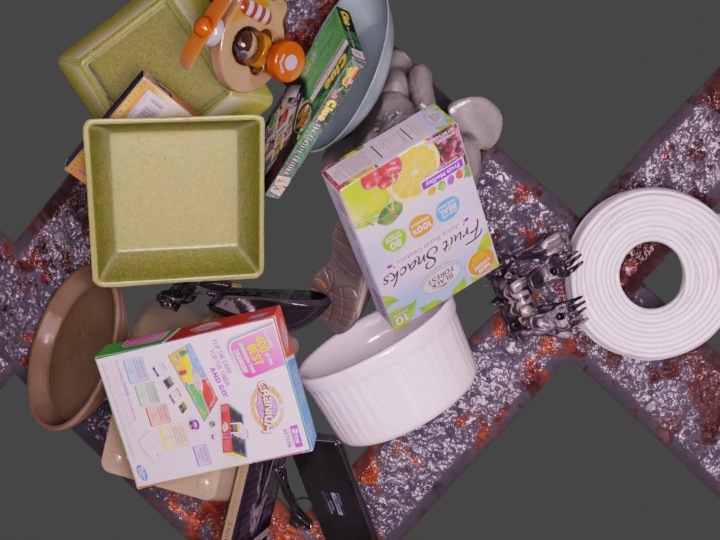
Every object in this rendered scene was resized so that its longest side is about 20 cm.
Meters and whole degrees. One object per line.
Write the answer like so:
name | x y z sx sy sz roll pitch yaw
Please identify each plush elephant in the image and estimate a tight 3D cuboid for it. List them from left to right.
plush elephant | 0.072 -0.137 1.270 0.154 0.200 0.166 29 97 -19

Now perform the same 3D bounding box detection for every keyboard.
keyboard | -0.045 0.270 1.342 0.126 0.021 0.202 0 123 30

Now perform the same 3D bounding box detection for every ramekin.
ramekin | 0.035 0.113 1.276 0.199 0.201 0.099 -27 99 8

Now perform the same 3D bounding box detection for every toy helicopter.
toy helicopter | -0.136 -0.294 1.235 0.078 0.131 0.203 25 125 43

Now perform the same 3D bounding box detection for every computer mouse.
computer mouse | -0.134 0.042 1.313 0.197 0.140 0.047 3 97 -3

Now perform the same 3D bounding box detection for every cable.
cable | 0.335 0.006 1.295 0.198 0.069 0.202 21 97 3

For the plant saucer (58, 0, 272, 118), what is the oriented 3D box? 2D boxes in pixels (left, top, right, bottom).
plant saucer | -0.238 -0.227 1.336 0.199 0.048 0.201 -34 91 8

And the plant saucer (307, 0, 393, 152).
plant saucer | -0.010 -0.223 1.266 0.038 0.201 0.203 19 98 -27

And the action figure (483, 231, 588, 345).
action figure | 0.202 0.024 1.256 0.101 0.200 0.121 -14 92 -8

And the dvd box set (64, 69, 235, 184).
dvd box set | -0.220 -0.116 1.310 0.199 0.029 0.146 37 105 -27

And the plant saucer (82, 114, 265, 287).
plant saucer | -0.210 -0.086 1.281 0.197 0.048 0.203 -3 116 -12

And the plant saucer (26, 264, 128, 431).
plant saucer | -0.334 0.093 1.336 0.029 0.200 0.202 21 100 -40

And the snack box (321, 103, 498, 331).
snack box | 0.057 -0.053 1.182 0.141 0.053 0.201 -30 130 -10

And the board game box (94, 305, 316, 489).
board game box | -0.160 0.134 1.180 0.197 0.040 0.155 -12 104 8

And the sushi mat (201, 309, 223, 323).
sushi mat | -0.141 0.076 1.288 0.094 0.200 0.012 5 109 4

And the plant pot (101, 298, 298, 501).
plant pot | -0.201 0.164 1.312 0.197 0.177 0.203 15 97 4

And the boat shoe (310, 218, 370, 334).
boat shoe | 0.000 0.000 1.296 0.075 0.073 0.201 47 143 17

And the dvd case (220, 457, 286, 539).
dvd case | -0.119 0.243 1.324 0.016 0.149 0.203 15 97 13

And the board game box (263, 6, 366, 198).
board game box | -0.061 -0.188 1.270 0.023 0.106 0.201 19 126 -27
